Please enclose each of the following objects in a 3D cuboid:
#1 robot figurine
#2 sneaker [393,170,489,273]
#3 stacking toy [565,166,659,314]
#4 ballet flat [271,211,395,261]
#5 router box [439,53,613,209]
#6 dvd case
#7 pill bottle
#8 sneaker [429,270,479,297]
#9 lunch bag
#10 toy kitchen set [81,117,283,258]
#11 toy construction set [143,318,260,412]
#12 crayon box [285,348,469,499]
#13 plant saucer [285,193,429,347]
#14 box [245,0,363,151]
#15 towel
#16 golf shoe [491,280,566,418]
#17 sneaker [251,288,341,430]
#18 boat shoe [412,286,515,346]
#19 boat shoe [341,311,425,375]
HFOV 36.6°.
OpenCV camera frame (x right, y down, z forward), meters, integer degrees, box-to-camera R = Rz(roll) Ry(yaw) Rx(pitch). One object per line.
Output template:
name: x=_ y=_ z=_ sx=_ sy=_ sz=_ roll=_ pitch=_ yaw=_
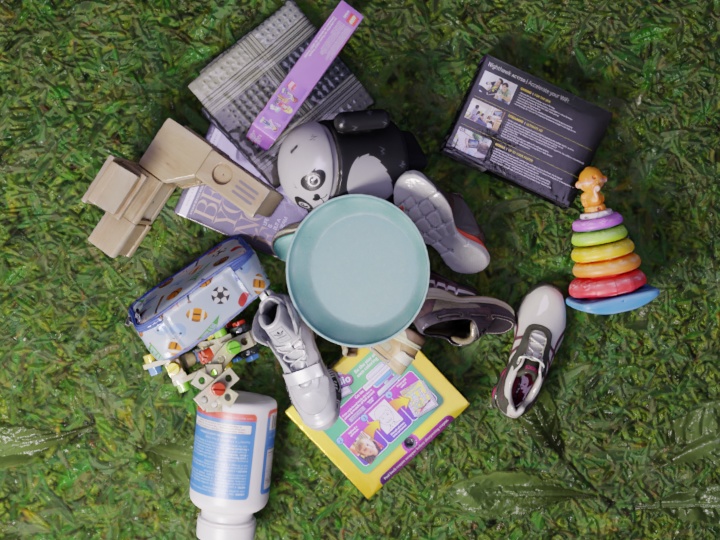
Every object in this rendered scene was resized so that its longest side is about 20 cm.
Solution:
robot figurine: x=-0.012 y=-0.142 z=1.474 sx=0.200 sy=0.125 sz=0.150 roll=-5 pitch=99 yaw=-25
sneaker: x=0.110 y=-0.079 z=1.495 sx=0.077 sy=0.082 sz=0.200 roll=-17 pitch=134 yaw=28
stacking toy: x=0.332 y=-0.045 z=1.509 sx=0.116 sy=0.110 sz=0.200 roll=-13 pitch=97 yaw=-4
ballet flat: x=-0.027 y=-0.057 z=1.489 sx=0.200 sy=0.062 sz=0.067 roll=-6 pitch=114 yaw=17
router box: x=0.233 y=-0.193 z=1.530 sx=0.200 sy=0.051 sz=0.149 roll=25 pitch=91 yaw=-3
dvd case: x=-0.145 y=-0.110 z=1.543 sx=0.200 sy=0.016 sz=0.149 roll=24 pitch=93 yaw=-2
pill bottle: x=-0.180 y=0.274 z=1.517 sx=0.112 sy=0.112 sz=0.200 roll=6 pitch=92 yaw=-2
sneaker: x=0.076 y=-0.012 z=1.530 sx=0.200 sy=0.076 sz=0.116 roll=10 pitch=67 yaw=-19
lunch bag: x=-0.224 y=0.035 z=1.480 sx=0.200 sy=0.160 sz=0.076 roll=-33 pitch=110 yaw=-5
toy kitchen set: x=-0.247 y=-0.076 z=1.449 sx=0.180 sy=0.163 sz=0.200 roll=35 pitch=95 yaw=9
toy construction set: x=-0.210 y=0.123 z=1.479 sx=0.131 sy=0.200 sz=0.092 roll=-23 pitch=108 yaw=-23
crayon box: x=0.023 y=0.191 z=1.544 sx=0.200 sy=0.058 sz=0.173 roll=-43 pitch=91 yaw=1
plant saucer: x=0.000 y=0.000 z=1.427 sx=0.200 sy=0.036 sz=0.200 roll=1 pitch=93 yaw=20
box: x=-0.077 y=-0.254 z=1.443 sx=0.039 sy=0.137 sz=0.200 roll=36 pitch=84 yaw=-8
towel: x=-0.112 y=-0.246 z=1.523 sx=0.200 sy=0.035 sz=0.193 roll=-41 pitch=96 yaw=-7
golf shoe: x=0.247 y=0.115 z=1.532 sx=0.077 sy=0.088 sz=0.200 roll=17 pitch=92 yaw=-1
sneaker: x=-0.091 y=0.117 z=1.475 sx=0.075 sy=0.115 sz=0.200 roll=-23 pitch=66 yaw=14
boat shoe: x=0.140 y=0.072 z=1.491 sx=0.072 sy=0.200 sz=0.065 roll=-39 pitch=53 yaw=35
boat shoe: x=-0.007 y=0.082 z=1.486 sx=0.200 sy=0.072 sz=0.076 roll=26 pitch=89 yaw=41
